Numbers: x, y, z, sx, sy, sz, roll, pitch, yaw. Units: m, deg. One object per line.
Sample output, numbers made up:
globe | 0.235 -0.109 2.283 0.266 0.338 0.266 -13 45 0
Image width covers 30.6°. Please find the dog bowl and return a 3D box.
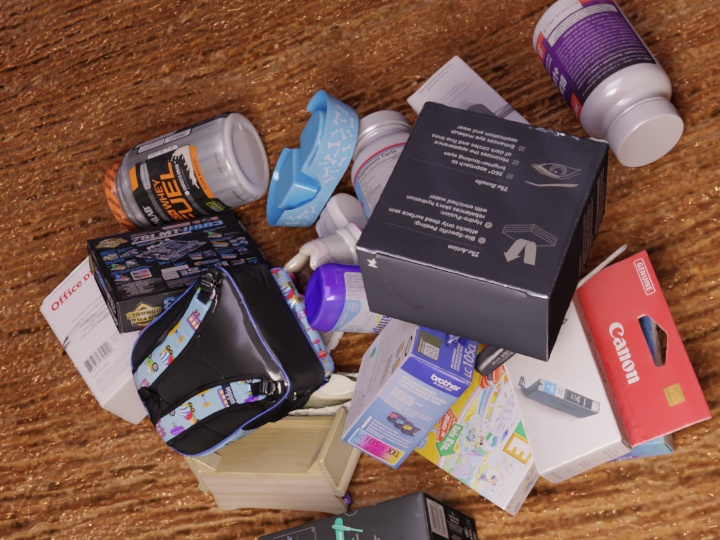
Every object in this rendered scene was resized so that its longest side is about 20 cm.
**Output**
dog bowl | -0.059 -0.132 1.638 0.200 0.049 0.112 123 154 -43

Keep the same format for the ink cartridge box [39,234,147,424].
ink cartridge box | -0.308 0.075 1.719 0.147 0.083 0.200 -43 54 3

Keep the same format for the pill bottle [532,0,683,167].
pill bottle | 0.286 -0.218 1.508 0.111 0.111 0.201 -33 56 12

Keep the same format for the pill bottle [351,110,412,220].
pill bottle | 0.052 -0.092 1.582 0.108 0.109 0.201 -31 56 13

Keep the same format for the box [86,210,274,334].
box | -0.223 -0.001 1.626 0.199 0.050 0.199 -12 26 -18

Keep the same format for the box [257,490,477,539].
box | 0.014 0.328 1.384 0.199 0.148 0.125 -20 61 20

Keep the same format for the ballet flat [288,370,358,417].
ballet flat | -0.056 0.140 1.562 0.199 0.072 0.072 -3 66 29

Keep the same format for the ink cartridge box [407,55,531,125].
ink cartridge box | 0.162 -0.134 1.517 0.085 0.146 0.200 -41 55 4

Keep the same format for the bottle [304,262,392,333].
bottle | 0.040 0.035 1.490 0.084 0.199 0.066 122 146 -51

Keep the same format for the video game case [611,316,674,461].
video game case | 0.229 0.118 1.426 0.199 0.045 0.183 -12 64 24

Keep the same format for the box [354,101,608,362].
box | 0.125 -0.042 1.312 0.195 0.118 0.201 15 58 18

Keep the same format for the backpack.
backpack | -0.155 0.108 1.492 0.200 0.134 0.183 -38 76 29

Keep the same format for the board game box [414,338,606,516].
board game box | 0.160 0.140 1.405 0.134 0.034 0.201 29 84 35

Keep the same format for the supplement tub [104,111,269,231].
supplement tub | -0.231 -0.125 1.746 0.199 0.122 0.123 -18 60 22

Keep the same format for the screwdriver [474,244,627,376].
screwdriver | 0.191 0.036 1.342 0.200 0.028 0.029 -46 82 8

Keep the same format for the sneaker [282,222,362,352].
sneaker | -0.063 0.030 1.564 0.081 0.088 0.201 50 132 37

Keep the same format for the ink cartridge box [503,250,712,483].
ink cartridge box | 0.236 0.090 1.337 0.175 0.045 0.201 -26 58 18

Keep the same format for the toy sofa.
toy sofa | -0.097 0.222 1.547 0.199 0.098 0.083 -4 41 28

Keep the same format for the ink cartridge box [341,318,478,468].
ink cartridge box | 0.064 0.095 1.394 0.200 0.076 0.137 -56 12 42

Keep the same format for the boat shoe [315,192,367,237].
boat shoe | 0.000 0.000 1.599 0.069 0.072 0.201 -50 61 35
